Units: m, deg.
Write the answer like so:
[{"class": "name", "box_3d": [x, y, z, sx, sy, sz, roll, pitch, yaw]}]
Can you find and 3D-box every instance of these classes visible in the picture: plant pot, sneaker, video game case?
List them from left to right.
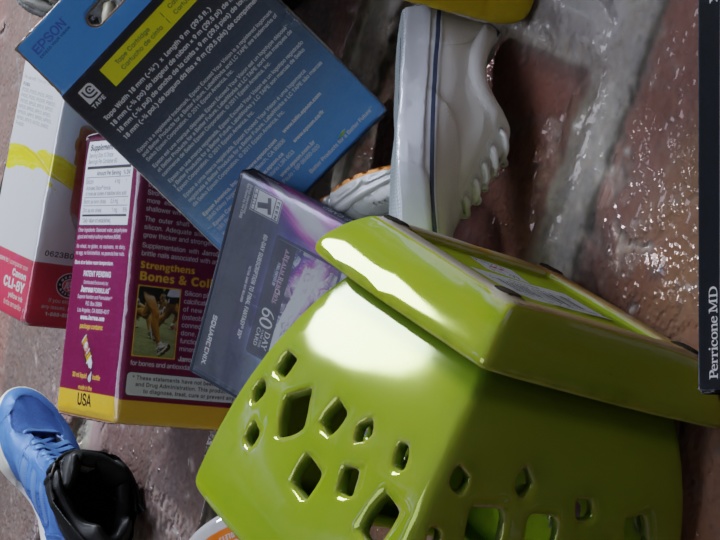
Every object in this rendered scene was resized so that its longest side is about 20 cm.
[{"class": "sneaker", "box_3d": [-0.232, 0.156, 1.526, 0.112, 0.076, 0.201, -56, 46, 43]}, {"class": "video game case", "box_3d": [-0.012, 0.041, 1.194, 0.199, 0.019, 0.144, 28, 113, 27]}, {"class": "sneaker", "box_3d": [0.000, 0.000, 1.237, 0.200, 0.075, 0.093, -38, 75, 43]}, {"class": "sneaker", "box_3d": [0.054, -0.069, 1.130, 0.073, 0.070, 0.202, 99, 175, -67]}, {"class": "plant pot", "box_3d": [0.060, 0.089, 1.013, 0.199, 0.199, 0.183, 34, 104, 53]}]

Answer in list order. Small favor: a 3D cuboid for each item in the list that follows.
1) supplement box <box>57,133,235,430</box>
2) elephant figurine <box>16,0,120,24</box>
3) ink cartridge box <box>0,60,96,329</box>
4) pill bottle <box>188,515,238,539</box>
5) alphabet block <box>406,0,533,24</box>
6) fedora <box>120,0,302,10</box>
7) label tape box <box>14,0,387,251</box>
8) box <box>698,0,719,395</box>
[{"class": "supplement box", "box_3d": [-0.130, 0.010, 1.358, 0.103, 0.130, 0.202, 2, 85, 57]}, {"class": "elephant figurine", "box_3d": [-0.218, -0.251, 1.554, 0.155, 0.140, 0.202, -93, 5, -69]}, {"class": "ink cartridge box", "box_3d": [-0.189, -0.059, 1.446, 0.083, 0.144, 0.202, 19, 100, 54]}, {"class": "pill bottle", "box_3d": [-0.041, 0.253, 1.200, 0.110, 0.109, 0.201, -50, 46, 39]}, {"class": "alphabet block", "box_3d": [0.007, -0.283, 1.153, 0.200, 0.195, 0.197, 44, 121, 50]}, {"class": "fedora", "box_3d": [-0.088, -0.229, 1.372, 0.200, 0.091, 0.203, -16, 70, 49]}, {"class": "label tape box", "box_3d": [-0.102, -0.126, 1.248, 0.144, 0.200, 0.063, -44, 9, 6]}, {"class": "box", "box_3d": [0.229, -0.044, 0.884, 0.141, 0.078, 0.202, -8, 78, 52]}]
